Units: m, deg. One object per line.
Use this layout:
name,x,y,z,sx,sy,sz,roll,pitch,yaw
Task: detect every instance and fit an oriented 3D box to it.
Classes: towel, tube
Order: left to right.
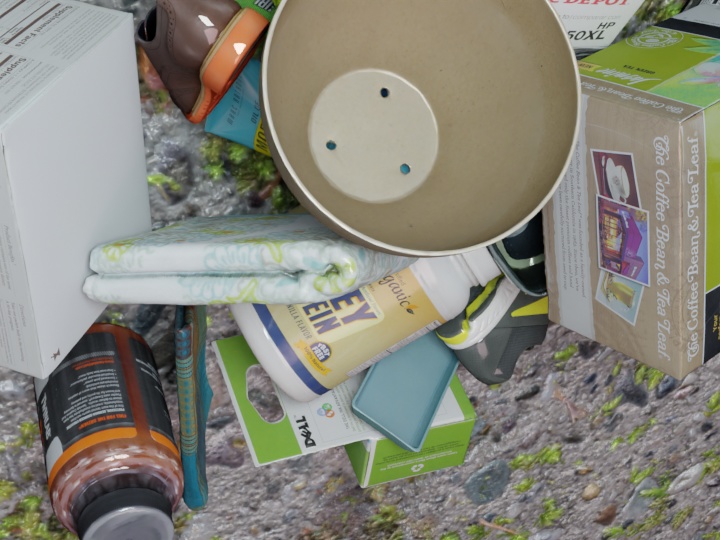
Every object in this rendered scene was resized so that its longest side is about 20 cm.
towel,-0.136,0.079,1.038,0.022,0.147,0.201,0,128,-4
towel,-0.070,-0.008,0.884,0.199,0.171,0.049,-1,100,18
tube,-0.026,-0.097,0.940,0.050,0.199,0.078,-40,153,-57

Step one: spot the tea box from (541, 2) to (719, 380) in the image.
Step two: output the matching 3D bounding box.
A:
tea box,0.243,-0.065,0.926,0.196,0.133,0.201,-27,124,-32

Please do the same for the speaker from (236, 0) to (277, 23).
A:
speaker,-0.070,-0.211,0.867,0.199,0.089,0.089,22,115,-38

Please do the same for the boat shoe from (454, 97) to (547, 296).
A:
boat shoe,0.117,-0.051,0.941,0.072,0.062,0.200,-17,144,7

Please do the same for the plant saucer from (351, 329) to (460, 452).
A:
plant saucer,0.052,0.069,1.097,0.070,0.200,0.019,36,138,-6

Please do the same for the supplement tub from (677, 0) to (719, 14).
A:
supplement tub,0.323,-0.191,1.054,0.122,0.123,0.201,17,118,-36

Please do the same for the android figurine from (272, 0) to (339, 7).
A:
android figurine,-0.030,-0.257,0.792,0.199,0.041,0.183,-21,122,-21

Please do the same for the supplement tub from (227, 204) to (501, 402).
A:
supplement tub,0.000,0.000,1.029,0.199,0.145,0.145,-31,135,6

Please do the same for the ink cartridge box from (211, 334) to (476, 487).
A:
ink cartridge box,-0.019,0.115,1.120,0.199,0.148,0.076,-11,139,-17

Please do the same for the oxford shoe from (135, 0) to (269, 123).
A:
oxford shoe,-0.113,-0.154,0.858,0.072,0.200,0.071,36,77,-9

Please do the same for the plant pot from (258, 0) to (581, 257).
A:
plant pot,0.023,-0.101,0.813,0.199,0.134,0.202,2,83,-14

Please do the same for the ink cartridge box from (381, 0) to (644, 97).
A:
ink cartridge box,0.101,-0.182,0.928,0.144,0.085,0.200,-4,153,-23

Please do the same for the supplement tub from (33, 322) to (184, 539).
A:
supplement tub,-0.201,0.141,1.013,0.106,0.200,0.107,-11,130,-13

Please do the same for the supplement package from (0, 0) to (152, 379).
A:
supplement package,-0.227,-0.062,0.844,0.110,0.156,0.201,16,131,15

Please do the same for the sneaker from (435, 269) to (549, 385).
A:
sneaker,0.141,0.022,1.130,0.200,0.074,0.085,-43,118,-30
